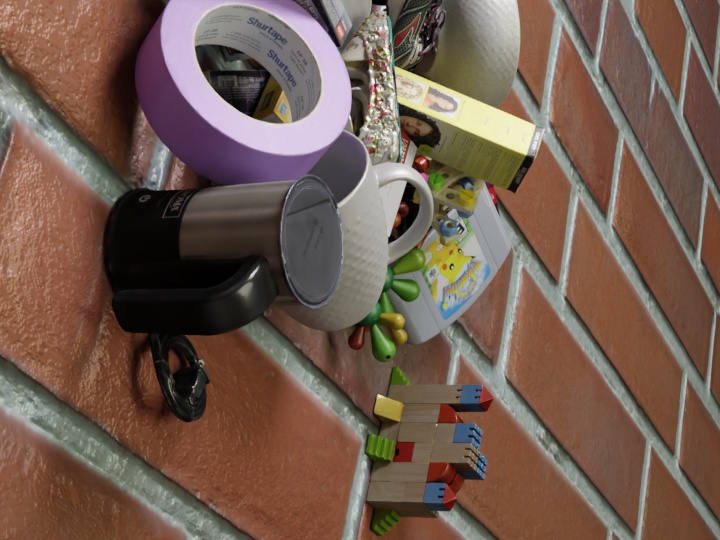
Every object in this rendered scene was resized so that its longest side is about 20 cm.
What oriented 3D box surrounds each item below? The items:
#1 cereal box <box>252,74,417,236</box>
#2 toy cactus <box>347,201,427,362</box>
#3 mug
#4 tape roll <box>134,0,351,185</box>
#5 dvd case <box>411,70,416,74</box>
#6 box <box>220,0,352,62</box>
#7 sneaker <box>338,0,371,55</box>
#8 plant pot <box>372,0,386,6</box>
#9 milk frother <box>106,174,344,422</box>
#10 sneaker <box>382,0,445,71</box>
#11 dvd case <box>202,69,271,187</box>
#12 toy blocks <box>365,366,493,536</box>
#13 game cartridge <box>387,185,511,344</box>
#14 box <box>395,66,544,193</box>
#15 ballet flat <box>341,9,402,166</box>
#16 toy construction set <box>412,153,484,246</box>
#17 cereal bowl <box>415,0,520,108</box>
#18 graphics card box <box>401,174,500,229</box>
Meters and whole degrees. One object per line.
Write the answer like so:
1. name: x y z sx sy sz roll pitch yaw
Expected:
1. cereal box: -0.023 -0.145 1.617 0.200 0.039 0.145 46 44 -29
2. toy cactus: 0.000 0.000 1.727 0.164 0.102 0.202 20 71 -40
3. mug: -0.020 -0.041 1.526 0.148 0.198 0.176 -119 -171 -48
4. tape roll: -0.109 -0.176 1.419 0.198 0.066 0.202 17 53 -24
5. dvd case: 0.109 -0.222 2.001 0.200 0.024 0.152 -33 118 -58
6. box: -0.106 -0.300 1.471 0.201 0.136 0.040 64 36 -38
7. sneaker: -0.057 -0.313 1.613 0.074 0.115 0.200 -50 160 -12
8. plant pot: 0.017 -0.398 1.706 0.200 0.185 0.189 70 29 -61
9. milk frother: -0.114 0.029 1.374 0.201 0.186 0.182 59 40 -43
10. sneaker: 0.064 -0.280 1.719 0.075 0.200 0.080 48 36 12
11. dvd case: -0.114 -0.107 1.571 0.148 0.016 0.202 -16 101 -63
12. toy blocks: 0.090 0.216 1.806 0.100 0.135 0.202 49 46 -50
13. game cartridge: 0.106 -0.008 1.876 0.200 0.040 0.134 -45 132 -22
14. box: 0.101 -0.160 1.700 0.075 0.198 0.050 113 -2 -57
15. ballet flat: 0.006 -0.194 1.591 0.076 0.063 0.202 120 -30 -56
16. toy construction set: 0.066 -0.129 1.771 0.131 0.200 0.092 -45 170 -30
17. cereal bowl: 0.109 -0.283 1.800 0.082 0.200 0.203 -8 96 -21
18. graphics card box: 0.107 -0.119 1.915 0.125 0.051 0.202 -24 110 -34
